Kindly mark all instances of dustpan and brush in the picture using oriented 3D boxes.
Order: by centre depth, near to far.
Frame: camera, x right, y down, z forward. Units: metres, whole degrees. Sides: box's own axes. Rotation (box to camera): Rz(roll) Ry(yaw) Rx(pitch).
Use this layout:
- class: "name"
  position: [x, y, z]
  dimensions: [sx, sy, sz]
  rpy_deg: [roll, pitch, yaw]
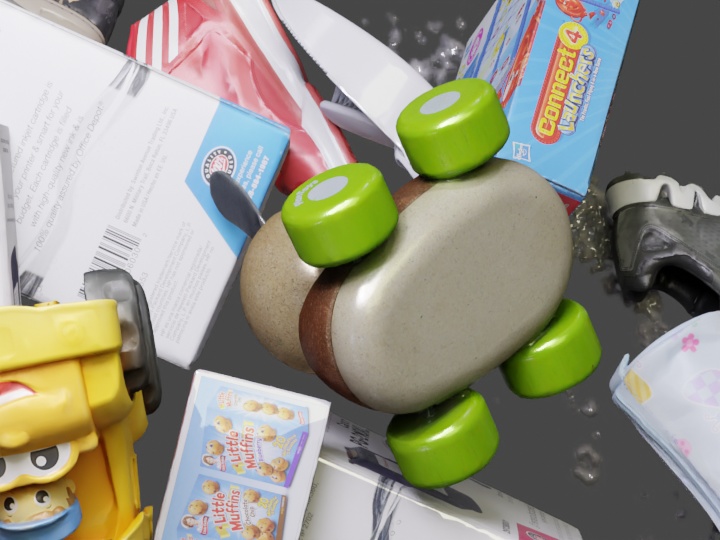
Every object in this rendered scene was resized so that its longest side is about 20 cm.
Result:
- class: "dustpan and brush"
  position: [0.021, -0.080, 1.457]
  dimensions: [0.057, 0.200, 0.140]
  rpy_deg: [-49, 125, -8]

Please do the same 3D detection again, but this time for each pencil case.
- class: "pencil case"
  position: [0.230, 0.122, 1.513]
  dimensions: [0.090, 0.083, 0.201]
  rpy_deg: [-31, 75, -9]

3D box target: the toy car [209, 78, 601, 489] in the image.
- class: "toy car"
  position: [0.000, 0.000, 1.361]
  dimensions: [0.158, 0.199, 0.165]
  rpy_deg: [-38, 116, -28]

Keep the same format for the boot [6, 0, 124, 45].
- class: "boot"
  position: [-0.214, -0.224, 1.576]
  dimensions: [0.199, 0.073, 0.151]
  rpy_deg: [31, 63, -2]

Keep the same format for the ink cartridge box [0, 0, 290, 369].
- class: "ink cartridge box"
  position: [-0.156, -0.051, 1.471]
  dimensions: [0.199, 0.086, 0.147]
  rpy_deg: [24, 89, 0]

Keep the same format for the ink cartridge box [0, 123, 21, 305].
- class: "ink cartridge box"
  position: [-0.254, 0.026, 1.386]
  dimensions: [0.144, 0.084, 0.202]
  rpy_deg: [-4, 91, -2]

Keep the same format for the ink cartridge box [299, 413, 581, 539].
- class: "ink cartridge box"
  position: [0.017, 0.147, 1.396]
  dimensions: [0.199, 0.145, 0.085]
  rpy_deg: [25, 94, -1]

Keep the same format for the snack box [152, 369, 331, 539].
- class: "snack box"
  position: [-0.072, 0.155, 1.295]
  dimensions: [0.071, 0.024, 0.201]
  rpy_deg: [14, 85, -2]

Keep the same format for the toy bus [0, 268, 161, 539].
- class: "toy bus"
  position: [-0.157, 0.104, 1.243]
  dimensions: [0.135, 0.200, 0.194]
  rpy_deg: [-9, 86, -4]

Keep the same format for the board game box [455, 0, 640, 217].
- class: "board game box"
  position: [0.094, -0.091, 1.515]
  dimensions: [0.056, 0.200, 0.197]
  rpy_deg: [22, 61, -8]

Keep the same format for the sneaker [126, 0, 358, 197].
- class: "sneaker"
  position: [-0.075, -0.075, 1.555]
  dimensions: [0.115, 0.078, 0.201]
  rpy_deg: [-27, 74, -5]

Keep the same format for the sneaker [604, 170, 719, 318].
- class: "sneaker"
  position: [0.243, 0.002, 1.587]
  dimensions: [0.198, 0.067, 0.091]
  rpy_deg: [10, 65, -4]
